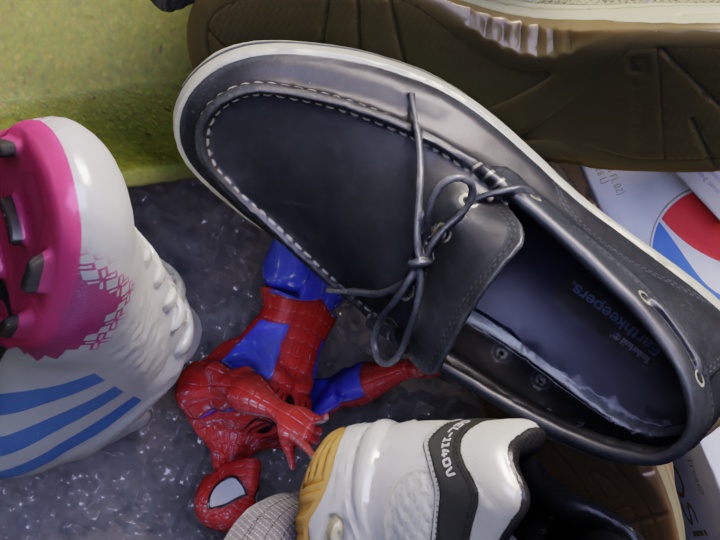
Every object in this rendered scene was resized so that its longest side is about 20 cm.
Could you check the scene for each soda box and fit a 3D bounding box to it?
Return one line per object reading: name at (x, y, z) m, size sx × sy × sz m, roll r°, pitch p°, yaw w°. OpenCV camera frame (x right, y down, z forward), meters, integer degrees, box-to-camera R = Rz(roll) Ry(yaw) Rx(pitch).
soda box at (0.125, 0.026, 0.938) m, size 0.064 × 0.068 × 0.200 m, roll -23°, pitch 87°, yaw -12°

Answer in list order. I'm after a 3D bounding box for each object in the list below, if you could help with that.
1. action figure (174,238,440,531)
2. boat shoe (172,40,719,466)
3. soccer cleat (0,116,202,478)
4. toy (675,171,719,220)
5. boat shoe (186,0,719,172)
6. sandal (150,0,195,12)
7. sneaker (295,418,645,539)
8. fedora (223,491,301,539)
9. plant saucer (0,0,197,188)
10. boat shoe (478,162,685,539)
action figure at (0.000, 0.000, 0.907) m, size 0.065 × 0.099 × 0.200 m, roll 24°, pitch 87°, yaw -41°
boat shoe at (0.030, -0.005, 0.829) m, size 0.200 × 0.062 × 0.075 m, roll 33°, pitch 116°, yaw 0°
soccer cleat at (-0.087, 0.005, 0.856) m, size 0.086 × 0.200 × 0.070 m, roll -10°, pitch 68°, yaw -21°
toy at (0.194, -0.083, 0.915) m, size 0.200 × 0.047 × 0.115 m, roll -45°, pitch 101°, yaw 1°
boat shoe at (0.047, -0.073, 0.866) m, size 0.201 × 0.066 × 0.072 m, roll 5°, pitch 125°, yaw 12°
sandal at (-0.001, -0.157, 0.886) m, size 0.200 × 0.076 × 0.043 m, roll -36°, pitch 82°, yaw -28°
sneaker at (0.062, 0.122, 0.856) m, size 0.200 × 0.088 × 0.076 m, roll 51°, pitch 39°, yaw -35°
fedora at (-0.020, 0.172, 0.877) m, size 0.090 × 0.177 × 0.200 m, roll -17°, pitch 120°, yaw 29°
plant saucer at (-0.093, -0.128, 0.885) m, size 0.200 × 0.048 × 0.200 m, roll -11°, pitch 108°, yaw -39°
boat shoe at (0.075, 0.053, 0.916) m, size 0.071 × 0.065 × 0.200 m, roll -2°, pitch 114°, yaw 17°
